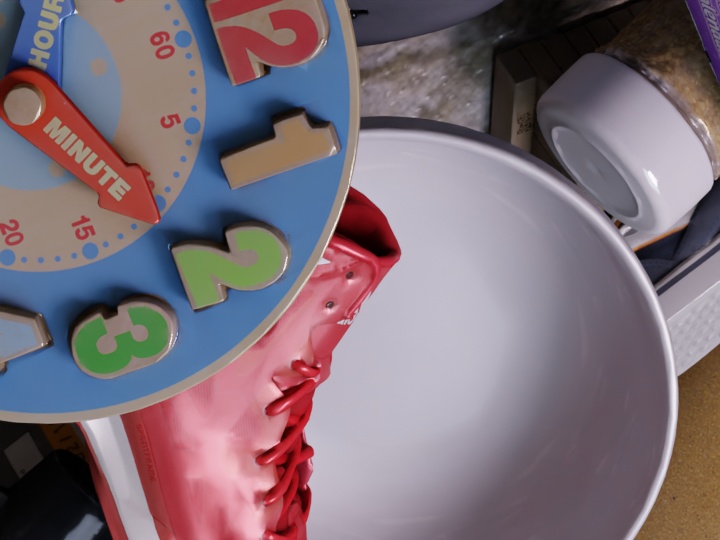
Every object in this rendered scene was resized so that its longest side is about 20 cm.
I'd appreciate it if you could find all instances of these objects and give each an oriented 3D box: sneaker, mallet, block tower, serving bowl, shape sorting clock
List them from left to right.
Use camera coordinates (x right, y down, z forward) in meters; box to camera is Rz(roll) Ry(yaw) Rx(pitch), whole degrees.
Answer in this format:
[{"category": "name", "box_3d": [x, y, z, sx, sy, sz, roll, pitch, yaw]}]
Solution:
[{"category": "mallet", "box_3d": [-0.175, 0.056, 0.859, 0.200, 0.041, 0.066, 33, 99, -19]}, {"category": "shape sorting clock", "box_3d": [-0.099, -0.052, 0.753, 0.200, 0.200, 0.039, -37, -173, 6]}, {"category": "sneaker", "box_3d": [-0.027, 0.047, 0.817, 0.115, 0.078, 0.201, -22, 111, 13]}, {"category": "serving bowl", "box_3d": [0.010, 0.035, 0.885, 0.199, 0.066, 0.201, 1, 112, 2]}, {"category": "block tower", "box_3d": [0.152, -0.084, 1.016, 0.199, 0.058, 0.054, -21, 144, -16]}, {"category": "sneaker", "box_3d": [0.169, -0.034, 1.072, 0.199, 0.080, 0.079, -33, 149, -4]}]

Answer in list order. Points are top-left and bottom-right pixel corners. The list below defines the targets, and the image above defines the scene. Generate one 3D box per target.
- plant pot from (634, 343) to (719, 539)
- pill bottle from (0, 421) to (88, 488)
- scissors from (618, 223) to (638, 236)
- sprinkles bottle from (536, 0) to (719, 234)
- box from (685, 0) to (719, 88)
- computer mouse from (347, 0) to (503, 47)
[{"category": "plant pot", "box_3d": [0.144, 0.107, 1.166, 0.186, 0.186, 0.201, 2, 120, -41]}, {"category": "pill bottle", "box_3d": [-0.151, 0.119, 0.968, 0.200, 0.117, 0.116, -37, 146, 7]}, {"category": "scissors", "box_3d": [0.179, -0.075, 0.969, 0.199, 0.014, 0.073, -26, 153, -23]}, {"category": "sprinkles bottle", "box_3d": [0.156, -0.103, 0.940, 0.200, 0.068, 0.068, -43, 149, -12]}, {"category": "box", "box_3d": [0.200, -0.131, 0.885, 0.200, 0.039, 0.137, -43, 133, -13]}, {"category": "computer mouse", "box_3d": [-0.015, -0.079, 0.819, 0.199, 0.046, 0.141, -8, 146, 12]}]
